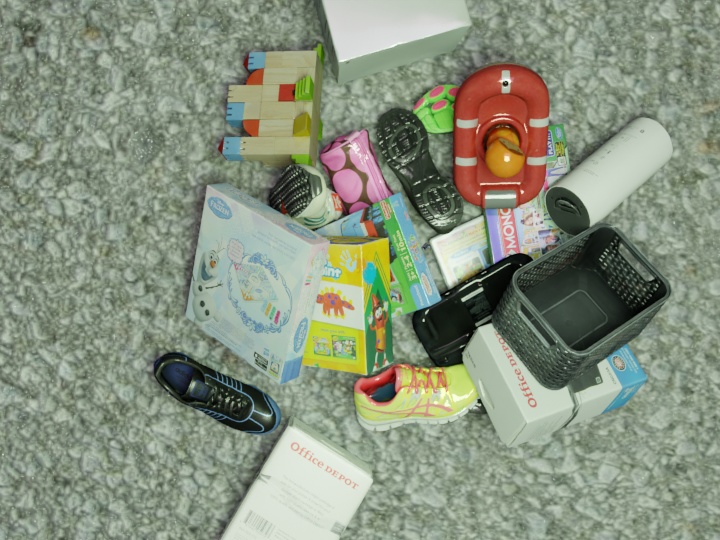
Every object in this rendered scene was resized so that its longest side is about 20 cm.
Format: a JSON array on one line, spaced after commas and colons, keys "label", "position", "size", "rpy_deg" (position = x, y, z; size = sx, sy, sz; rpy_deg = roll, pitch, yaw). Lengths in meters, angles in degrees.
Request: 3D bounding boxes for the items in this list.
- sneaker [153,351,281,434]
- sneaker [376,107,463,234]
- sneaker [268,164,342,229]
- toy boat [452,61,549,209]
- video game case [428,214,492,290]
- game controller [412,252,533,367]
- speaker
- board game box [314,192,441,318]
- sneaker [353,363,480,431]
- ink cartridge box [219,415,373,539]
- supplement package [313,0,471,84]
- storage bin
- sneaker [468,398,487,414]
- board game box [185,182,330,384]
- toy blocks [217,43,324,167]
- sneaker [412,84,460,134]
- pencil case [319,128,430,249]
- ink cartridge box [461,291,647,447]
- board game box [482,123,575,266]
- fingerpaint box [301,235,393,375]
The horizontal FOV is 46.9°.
[{"label": "sneaker", "position": [-0.205, 0.180, 1.175], "size": [0.197, 0.078, 0.071], "rpy_deg": [26, 89, -3]}, {"label": "sneaker", "position": [0.079, -0.136, 1.186], "size": [0.075, 0.091, 0.203], "rpy_deg": [-23, 75, -2]}, {"label": "sneaker", "position": [-0.062, -0.099, 1.124], "size": [0.091, 0.199, 0.072], "rpy_deg": [-6, 83, -20]}, {"label": "toy boat", "position": [0.186, -0.165, 1.088], "size": [0.127, 0.131, 0.204], "rpy_deg": [-1, 118, 4]}, {"label": "video game case", "position": [0.224, 0.000, 1.222], "size": [0.197, 0.024, 0.185], "rpy_deg": [-23, 91, -2]}, {"label": "game controller", "position": [0.173, 0.059, 1.181], "size": [0.197, 0.042, 0.106], "rpy_deg": [-30, 99, 8]}, {"label": "speaker", "position": [0.348, -0.133, 1.164], "size": [0.199, 0.081, 0.082], "rpy_deg": [-38, 93, -25]}, {"label": "board game box", "position": [0.000, 0.000, 1.147], "size": [0.198, 0.036, 0.154], "rpy_deg": [-21, 92, 39]}, {"label": "sneaker", "position": [0.079, 0.167, 1.162], "size": [0.196, 0.079, 0.091], "rpy_deg": [-17, 134, 7]}, {"label": "ink cartridge box", "position": [-0.090, 0.335, 1.181], "size": [0.145, 0.083, 0.202], "rpy_deg": [32, 90, -3]}, {"label": "supplement package", "position": [0.029, -0.393, 1.144], "size": [0.187, 0.147, 0.204], "rpy_deg": [-15, 92, -3]}, {"label": "storage bin", "position": [0.286, 0.044, 1.079], "size": [0.198, 0.094, 0.136], "rpy_deg": [-26, 64, -28]}, {"label": "sneaker", "position": [0.229, 0.151, 1.209], "size": [0.195, 0.060, 0.107], "rpy_deg": [0, 90, -7]}, {"label": "board game box", "position": [-0.144, 0.014, 1.110], "size": [0.198, 0.043, 0.203], "rpy_deg": [30, 117, 31]}, {"label": "toy blocks", "position": [-0.127, -0.227, 1.169], "size": [0.133, 0.100, 0.205], "rpy_deg": [2, 76, 10]}, {"label": "sneaker", "position": [0.171, -0.223, 1.188], "size": [0.195, 0.084, 0.078], "rpy_deg": [-3, 68, 16]}, {"label": "pencil case", "position": [0.016, -0.100, 1.175], "size": [0.090, 0.094, 0.203], "rpy_deg": [-28, 92, -13]}, {"label": "ink cartridge box", "position": [0.259, 0.131, 1.123], "size": [0.196, 0.084, 0.147], "rpy_deg": [-14, 61, -21]}, {"label": "board game box", "position": [0.241, -0.099, 1.196], "size": [0.131, 0.029, 0.205], "rpy_deg": [-9, 88, -3]}, {"label": "fingerpaint box", "position": [-0.055, 0.040, 1.125], "size": [0.197, 0.073, 0.171], "rpy_deg": [3, 100, 35]}]
